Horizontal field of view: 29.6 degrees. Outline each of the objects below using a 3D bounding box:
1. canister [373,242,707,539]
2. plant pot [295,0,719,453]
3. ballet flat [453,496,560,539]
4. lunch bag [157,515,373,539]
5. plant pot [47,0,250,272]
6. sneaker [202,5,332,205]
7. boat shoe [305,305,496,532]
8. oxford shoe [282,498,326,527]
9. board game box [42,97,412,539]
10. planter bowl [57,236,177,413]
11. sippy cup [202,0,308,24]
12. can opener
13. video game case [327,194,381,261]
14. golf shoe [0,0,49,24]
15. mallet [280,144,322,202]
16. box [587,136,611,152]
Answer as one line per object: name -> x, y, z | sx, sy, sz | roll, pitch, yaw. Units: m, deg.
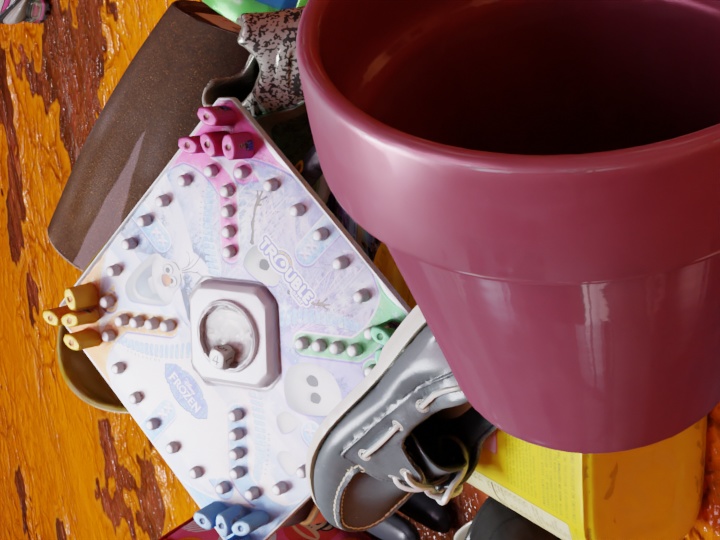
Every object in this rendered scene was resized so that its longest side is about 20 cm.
canister -> 0.091, 0.058, 0.736 | 0.200, 0.086, 0.149 | 23, 118, 59
plant pot -> 0.089, -0.033, 0.542 | 0.200, 0.200, 0.179 | 52, 162, 46
ballet flat -> 0.070, 0.212, 0.857 | 0.200, 0.068, 0.068 | -64, 31, 34
lunch bag -> -0.069, 0.247, 0.975 | 0.200, 0.176, 0.082 | 26, 133, 42
plant pot -> -0.126, -0.099, 1.058 | 0.187, 0.187, 0.200 | 44, 121, 51
sneaker -> -0.054, -0.099, 0.828 | 0.200, 0.088, 0.077 | 111, 158, -54
boat shoe -> 0.028, 0.088, 0.699 | 0.200, 0.073, 0.062 | -60, 43, 42
oxford shoe -> -0.041, 0.103, 0.895 | 0.071, 0.072, 0.200 | 57, 145, 42
board game box -> -0.078, 0.038, 0.788 | 0.200, 0.026, 0.200 | 51, 120, 14
planter bowl -> -0.101, 0.034, 0.936 | 0.084, 0.200, 0.200 | 54, 177, -42
sippy cup -> -0.033, -0.231, 0.866 | 0.178, 0.139, 0.131 | 43, 127, 26
can opener -> -0.008, 0.150, 0.984 | 0.200, 0.063, 0.079 | 35, 151, 54
video game case -> 0.000, 0.000, 0.930 | 0.181, 0.045, 0.200 | 42, 134, 55
golf shoe -> -0.418, -0.386, 1.632 | 0.073, 0.092, 0.200 | 53, 141, 46
mallet -> 0.021, -0.102, 0.721 | 0.200, 0.041, 0.066 | -53, 36, 24
box -> 0.088, -0.080, 0.725 | 0.200, 0.064, 0.070 | 45, 137, 50
